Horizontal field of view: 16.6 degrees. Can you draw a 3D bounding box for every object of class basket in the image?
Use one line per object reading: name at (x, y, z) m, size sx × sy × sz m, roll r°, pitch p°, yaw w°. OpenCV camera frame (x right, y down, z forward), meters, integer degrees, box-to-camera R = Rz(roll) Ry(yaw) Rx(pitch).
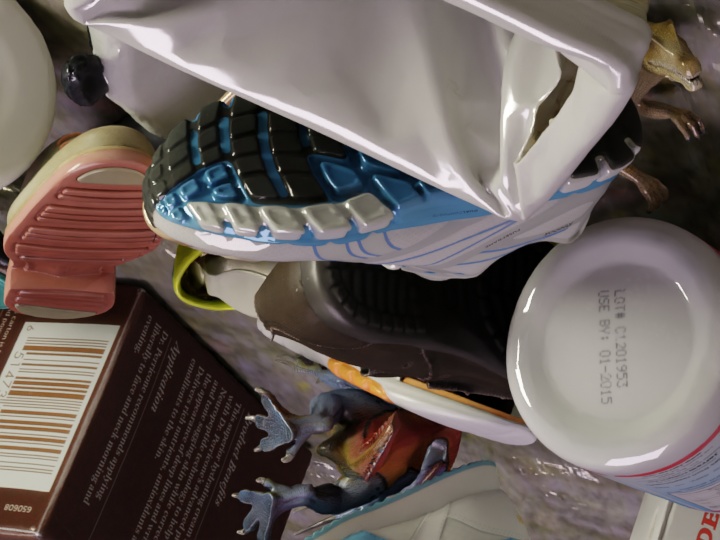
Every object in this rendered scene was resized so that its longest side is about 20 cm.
basket at (0.010, -0.129, 0.896) m, size 0.199 × 0.124 × 0.136 m, roll 25°, pitch 155°, yaw -4°

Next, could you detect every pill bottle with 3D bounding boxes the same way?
pill bottle at (0.151, 0.050, 1.106) m, size 0.108 × 0.109 × 0.200 m, roll 7°, pitch 171°, yaw 29°
pill bottle at (-0.240, -0.069, 1.219) m, size 0.114 × 0.115 × 0.200 m, roll 33°, pitch 152°, yaw -22°

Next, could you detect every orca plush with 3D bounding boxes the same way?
orca plush at (-0.106, -0.132, 1.042) m, size 0.071 × 0.105 × 0.200 m, roll 48°, pitch -179°, yaw 29°

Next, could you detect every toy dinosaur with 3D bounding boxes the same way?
toy dinosaur at (0.076, -0.072, 1.057) m, size 0.199 × 0.058 × 0.101 m, roll -4°, pitch 129°, yaw 38°
toy dinosaur at (0.014, 0.108, 1.341) m, size 0.181 × 0.106 × 0.199 m, roll -3°, pitch -173°, yaw -42°

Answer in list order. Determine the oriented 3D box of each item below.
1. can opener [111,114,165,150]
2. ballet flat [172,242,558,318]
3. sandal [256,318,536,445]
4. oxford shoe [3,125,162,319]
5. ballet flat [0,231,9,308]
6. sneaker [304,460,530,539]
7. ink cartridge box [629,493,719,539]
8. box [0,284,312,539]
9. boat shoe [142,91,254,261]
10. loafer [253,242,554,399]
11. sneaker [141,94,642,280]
can opener at (-0.085, -0.052, 1.183) m, size 0.053 × 0.067 × 0.200 m, roll 33°, pitch 152°, yaw -21°
ballet flat at (0.000, 0.000, 1.179) m, size 0.199 × 0.067 × 0.067 m, roll 2°, pitch 119°, yaw 21°
sandal at (0.017, 0.034, 1.285) m, size 0.079 × 0.060 × 0.206 m, roll 22°, pitch -179°, yaw -40°
oxford shoe at (-0.134, -0.037, 1.151) m, size 0.070 × 0.074 × 0.200 m, roll 5°, pitch 162°, yaw -18°
ballet flat at (-0.255, -0.025, 1.367) m, size 0.199 × 0.073 × 0.073 m, roll 5°, pitch 150°, yaw 30°
sneaker at (0.007, 0.173, 1.309) m, size 0.081 × 0.199 × 0.077 m, roll 61°, pitch 155°, yaw 13°
ink cartridge box at (0.234, 0.189, 1.309) m, size 0.199 × 0.147 × 0.084 m, roll 24°, pitch 156°, yaw -3°
box at (-0.166, 0.128, 1.478) m, size 0.163 × 0.167 × 0.200 m, roll 0°, pitch 146°, yaw 36°
boat shoe at (-0.014, -0.063, 1.026) m, size 0.200 × 0.074 × 0.069 m, roll -39°, pitch 158°, yaw 33°
loafer at (0.030, 0.016, 1.106) m, size 0.071 × 0.073 × 0.199 m, roll -15°, pitch 156°, yaw 40°
sneaker at (0.011, -0.024, 0.982) m, size 0.199 × 0.075 × 0.087 m, roll -5°, pitch 144°, yaw -14°
